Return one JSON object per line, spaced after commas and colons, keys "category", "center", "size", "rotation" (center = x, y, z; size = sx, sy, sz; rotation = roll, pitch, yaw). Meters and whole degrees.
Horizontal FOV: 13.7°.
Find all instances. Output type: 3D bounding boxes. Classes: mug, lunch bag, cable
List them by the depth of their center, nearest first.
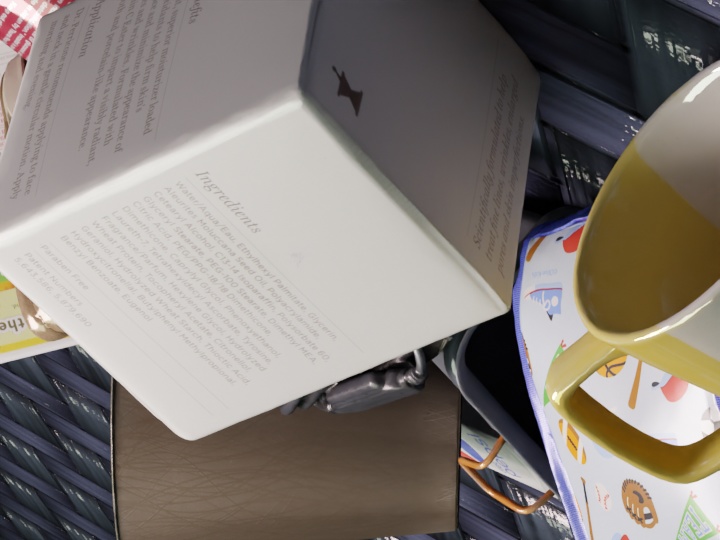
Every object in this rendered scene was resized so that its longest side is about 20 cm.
{"category": "mug", "center": [0.188, 0.007, 1.323], "size": [0.153, 0.150, 0.186], "rotation": [33, 153, -24]}
{"category": "lunch bag", "center": [0.170, 0.055, 1.478], "size": [0.170, 0.124, 0.201], "rotation": [-16, 98, 58]}
{"category": "cable", "center": [0.000, 0.000, 1.609], "size": [0.051, 0.164, 0.200], "rotation": [20, 160, -23]}

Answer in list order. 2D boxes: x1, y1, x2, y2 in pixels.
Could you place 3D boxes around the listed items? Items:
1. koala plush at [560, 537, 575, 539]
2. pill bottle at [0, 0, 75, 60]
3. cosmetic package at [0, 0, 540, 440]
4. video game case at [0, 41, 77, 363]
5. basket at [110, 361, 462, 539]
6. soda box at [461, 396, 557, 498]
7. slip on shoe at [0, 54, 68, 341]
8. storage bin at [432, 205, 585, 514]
{"category": "koala plush", "center": [0.201, 0.290, 2.096], "size": [0.200, 0.183, 0.178], "rotation": [48, 168, 47]}
{"category": "pill bottle", "center": [-0.120, -0.138, 1.561], "size": [0.200, 0.113, 0.113], "rotation": [38, 163, -8]}
{"category": "cosmetic package", "center": [-0.044, -0.054, 1.422], "size": [0.200, 0.165, 0.165], "rotation": [-22, 129, 30]}
{"category": "video game case", "center": [-0.161, -0.051, 1.666], "size": [0.023, 0.199, 0.183], "rotation": [-79, -26, -75]}
{"category": "basket", "center": [-0.040, 0.093, 1.757], "size": [0.199, 0.136, 0.181], "rotation": [1, 124, 3]}
{"category": "soda box", "center": [0.067, 0.074, 1.859], "size": [0.200, 0.068, 0.063], "rotation": [22, 159, 36]}
{"category": "slip on shoe", "center": [-0.158, -0.042, 1.554], "size": [0.076, 0.061, 0.200], "rotation": [25, -151, -35]}
{"category": "storage bin", "center": [0.098, 0.053, 1.648], "size": [0.200, 0.146, 0.134], "rotation": [46, 170, -32]}
